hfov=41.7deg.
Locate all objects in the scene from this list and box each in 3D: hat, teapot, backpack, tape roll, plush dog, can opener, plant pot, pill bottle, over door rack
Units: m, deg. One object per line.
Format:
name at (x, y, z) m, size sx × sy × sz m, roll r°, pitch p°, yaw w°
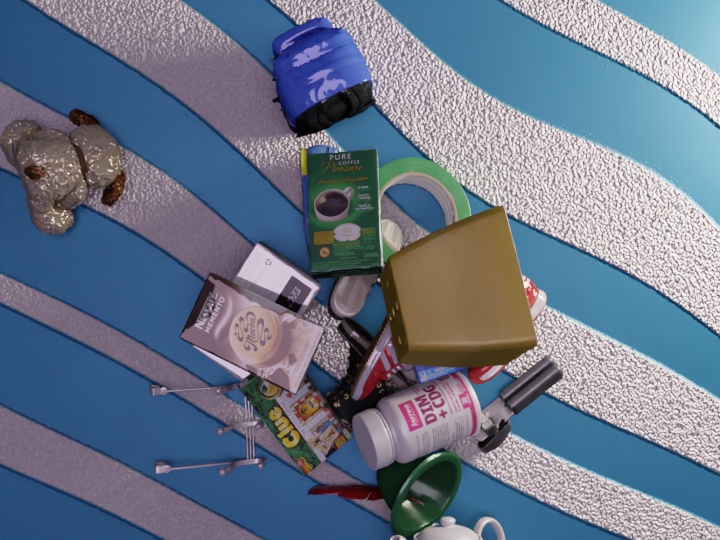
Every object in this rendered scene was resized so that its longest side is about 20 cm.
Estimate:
hat at (0.051, 0.348, 1.646) m, size 0.175 × 0.198 × 0.169 m, roll 31°, pitch 114°, yaw 39°
teapot at (0.150, 0.489, 1.587) m, size 0.193 × 0.200 × 0.150 m, roll 1°, pitch 86°, yaw 7°
backpack at (-0.073, -0.315, 1.531) m, size 0.161 × 0.200 × 0.170 m, roll -30°, pitch 93°, yaw 0°
tape roll at (0.088, -0.086, 1.592) m, size 0.196 × 0.048 × 0.205 m, roll 3°, pitch 78°, yaw -15°
plush dog at (-0.477, -0.179, 1.559) m, size 0.170 × 0.160 × 0.203 m, roll -25°, pitch 96°, yaw -28°
can opener at (0.271, 0.231, 1.650) m, size 0.199 × 0.053 × 0.067 m, roll -42°, pitch 128°, yaw 1°
plant pot at (0.130, 0.044, 1.380) m, size 0.173 × 0.200 × 0.204 m, roll -12°, pitch 78°, yaw -7°
pill bottle at (0.093, 0.252, 1.578) m, size 0.197 × 0.113 × 0.116 m, roll -19°, pitch 93°, yaw -20°
over door rack at (-0.263, 0.271, 1.613) m, size 0.195 × 0.067 × 0.151 m, roll -2°, pitch 92°, yaw -3°

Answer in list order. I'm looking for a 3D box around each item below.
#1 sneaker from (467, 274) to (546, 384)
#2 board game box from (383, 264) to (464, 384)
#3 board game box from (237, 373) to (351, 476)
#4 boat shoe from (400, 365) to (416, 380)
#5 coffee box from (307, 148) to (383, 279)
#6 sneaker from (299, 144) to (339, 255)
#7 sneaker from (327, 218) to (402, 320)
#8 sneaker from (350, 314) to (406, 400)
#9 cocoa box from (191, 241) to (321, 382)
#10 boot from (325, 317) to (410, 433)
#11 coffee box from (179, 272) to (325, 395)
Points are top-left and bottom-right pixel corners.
sneaker at (0.220, 0.085, 1.611) m, size 0.115 × 0.078 × 0.201 m, roll 41°, pitch 77°, yaw -20°
board game box at (0.157, 0.058, 1.540) m, size 0.196 × 0.041 × 0.203 m, roll -19°, pitch 101°, yaw -3°
board game box at (-0.105, 0.231, 1.542) m, size 0.104 × 0.023 × 0.202 m, roll -36°, pitch 113°, yaw -7°
boat shoe at (0.141, 0.108, 1.628) m, size 0.200 × 0.070 × 0.070 m, roll -47°, pitch 133°, yaw -15°
coffee box at (-0.024, -0.092, 1.525) m, size 0.120 × 0.044 × 0.204 m, roll -5°, pitch 74°, yaw 6°
sneaker at (-0.061, -0.112, 1.606) m, size 0.077 × 0.066 × 0.205 m, roll -2°, pitch 92°, yaw -2°
sneaker at (0.000, 0.000, 1.617) m, size 0.075 × 0.084 × 0.201 m, roll 37°, pitch 66°, yaw -5°
sneaker at (0.070, 0.134, 1.488) m, size 0.111 × 0.071 × 0.202 m, roll 30°, pitch 94°, yaw -6°
cocoa box at (-0.171, 0.070, 1.576) m, size 0.132 × 0.131 × 0.202 m, roll 33°, pitch 91°, yaw -5°
boot at (-0.018, 0.186, 1.584) m, size 0.153 × 0.074 × 0.204 m, roll -38°, pitch 129°, yaw 2°
coffee box at (-0.164, 0.098, 1.459) m, size 0.197 × 0.080 × 0.115 m, roll 25°, pitch 83°, yaw 1°
